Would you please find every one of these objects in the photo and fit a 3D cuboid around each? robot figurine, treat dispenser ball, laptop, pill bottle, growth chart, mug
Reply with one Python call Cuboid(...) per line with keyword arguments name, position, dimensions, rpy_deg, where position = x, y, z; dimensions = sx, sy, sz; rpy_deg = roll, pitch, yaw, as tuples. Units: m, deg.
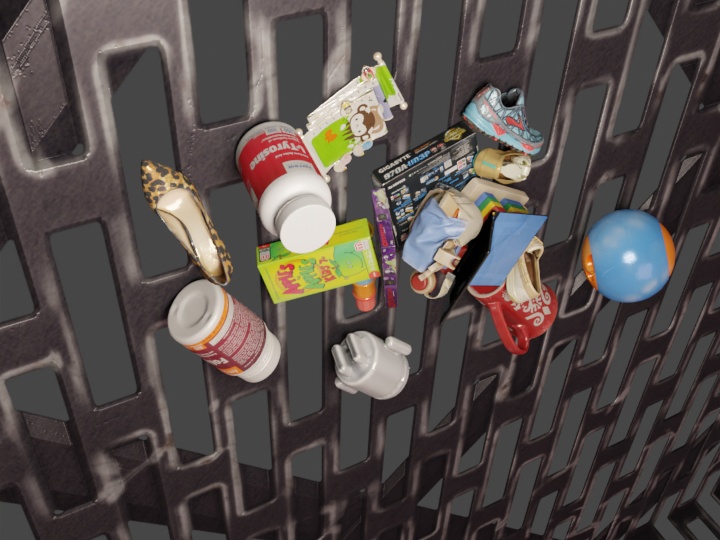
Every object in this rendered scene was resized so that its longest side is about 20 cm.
Cuboid(name="robot figurine", position=(0.025, 0.194, 1.668), dimensions=(0.168, 0.114, 0.199), rpy_deg=(-34, 141, 20))
Cuboid(name="treat dispenser ball", position=(0.586, -0.032, 1.803), dimensions=(0.198, 0.202, 0.204), rpy_deg=(-19, 136, -20))
Cuboid(name="laptop", position=(0.242, -0.002, 1.483), dimensions=(0.114, 0.201, 0.189), rpy_deg=(25, 128, -4))
Cuboid(name="pill bottle", position=(-0.229, 0.110, 1.410), dimensions=(0.114, 0.115, 0.200), rpy_deg=(-41, 138, 4))
Cuboid(name="growth chart", position=(-0.013, -0.240, 1.324), dimensions=(0.199, 0.018, 0.145), rpy_deg=(-41, 138, 6))
Cuboid(name="pill bottle", position=(-0.109, -0.122, 1.215), dimensions=(0.110, 0.201, 0.114), rpy_deg=(-15, 136, -15))
Cuboid(name="mug", position=(0.322, 0.062, 1.725), dimensions=(0.133, 0.179, 0.199), rpy_deg=(-36, 136, 18))

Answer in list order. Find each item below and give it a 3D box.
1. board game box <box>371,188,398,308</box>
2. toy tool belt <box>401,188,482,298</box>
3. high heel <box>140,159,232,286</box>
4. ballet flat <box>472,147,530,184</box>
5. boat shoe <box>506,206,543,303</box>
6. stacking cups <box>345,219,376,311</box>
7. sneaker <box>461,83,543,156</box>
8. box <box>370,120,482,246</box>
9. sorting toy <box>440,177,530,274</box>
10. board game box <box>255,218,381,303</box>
Cuboid(name="board game box", position=(0.043, -0.035, 1.442), dimensions=(0.032, 0.122, 0.201), rpy_deg=(-5, 147, 1))
Cuboid(name="toy tool belt", position=(0.125, -0.045, 1.436), dimensions=(0.122, 0.124, 0.203), rpy_deg=(-10, 130, -63))
Cuboid(name="high heel", position=(-0.252, -0.068, 1.210), dimensions=(0.071, 0.143, 0.201), rpy_deg=(-34, 139, -3))
Cuboid(name="ballet flat", position=(0.276, -0.186, 1.507), dimensions=(0.198, 0.062, 0.070), rpy_deg=(-10, 120, -52))
Cuboid(name="boat shoe", position=(0.331, -0.037, 1.630), dimensions=(0.068, 0.205, 0.073), rpy_deg=(-13, 162, 42))
Cuboid(name="stacking cups", position=(0.000, 0.000, 1.520), dimensions=(0.060, 0.061, 0.202), rpy_deg=(-22, 138, -17))
Cuboid(name="sneaker", position=(0.274, -0.271, 1.458), dimensions=(0.198, 0.080, 0.096), rpy_deg=(13, 117, -42))
Cuboid(name="box", position=(0.126, -0.155, 1.479), dimensions=(0.198, 0.046, 0.160), rpy_deg=(-30, 139, -9))
Cuboid(name="sorting toy", position=(0.221, -0.066, 1.562), dimensions=(0.198, 0.070, 0.199), rpy_deg=(5, 133, -51))
Cuboid(name="board game box", position=(-0.071, -0.015, 1.414), dimensions=(0.196, 0.048, 0.102), rpy_deg=(-15, 138, 3))
